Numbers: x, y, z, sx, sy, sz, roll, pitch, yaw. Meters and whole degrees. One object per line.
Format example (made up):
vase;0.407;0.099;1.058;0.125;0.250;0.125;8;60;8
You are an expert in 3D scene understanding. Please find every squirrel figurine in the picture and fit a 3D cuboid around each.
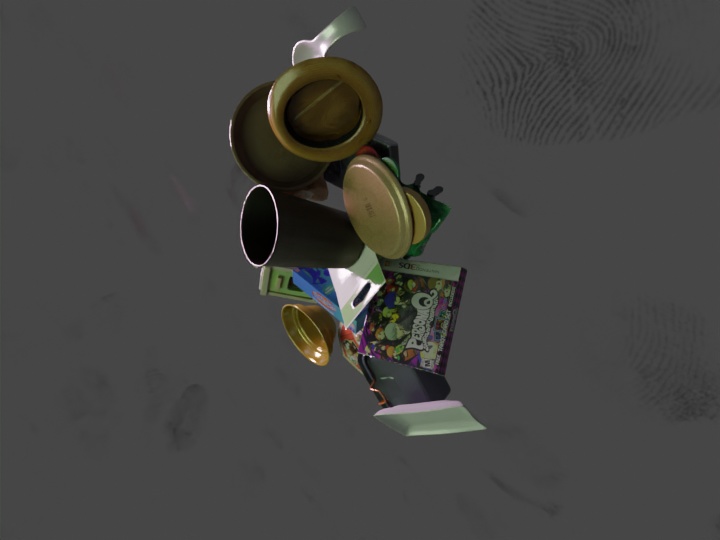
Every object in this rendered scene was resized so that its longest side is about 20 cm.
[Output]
squirrel figurine;-0.161;-0.243;1.103;0.200;0.141;0.188;110;139;-73

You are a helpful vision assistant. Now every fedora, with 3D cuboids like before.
fedora;-0.060;-0.285;0.909;0.199;0.082;0.201;1;133;1

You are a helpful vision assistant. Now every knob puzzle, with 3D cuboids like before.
knob puzzle;-0.002;0.222;1.400;0.219;0.030;0.220;34;143;30

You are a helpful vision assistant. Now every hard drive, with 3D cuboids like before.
hard drive;-0.003;-0.209;1.005;0.199;0.042;0.135;27;139;39

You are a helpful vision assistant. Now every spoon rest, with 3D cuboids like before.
spoon rest;-0.068;-0.379;0.920;0.100;0.061;0.200;58;147;-5

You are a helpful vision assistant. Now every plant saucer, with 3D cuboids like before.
plant saucer;-0.144;-0.250;0.986;0.201;0.199;0.029;60;-175;-8

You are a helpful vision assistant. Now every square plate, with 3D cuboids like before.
square plate;0.156;0.322;1.147;0.197;0.029;0.200;-12;147;22

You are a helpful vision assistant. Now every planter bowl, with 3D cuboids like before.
planter bowl;-0.126;0.161;1.472;0.200;0.083;0.201;34;143;31

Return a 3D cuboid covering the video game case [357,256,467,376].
video game case;0.096;0.080;0.999;0.180;0.201;0.036;9;172;36

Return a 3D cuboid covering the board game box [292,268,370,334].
board game box;-0.028;0.029;1.156;0.200;0.152;0.045;36;143;27

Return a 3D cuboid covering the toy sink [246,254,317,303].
toy sink;-0.184;-0.008;1.273;0.199;0.113;0.131;12;144;-9

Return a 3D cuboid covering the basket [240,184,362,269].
basket;-0.106;-0.071;1.008;0.180;0.199;0.137;51;123;46

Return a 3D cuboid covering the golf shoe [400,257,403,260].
golf shoe;0.072;0.031;1.082;0.200;0.092;0.073;40;148;25

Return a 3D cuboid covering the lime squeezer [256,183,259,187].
lime squeezer;-0.259;-0.226;1.337;0.071;0.038;0.201;40;146;24

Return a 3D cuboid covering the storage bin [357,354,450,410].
storage bin;0.103;0.243;1.206;0.134;0.145;0.201;-19;104;47

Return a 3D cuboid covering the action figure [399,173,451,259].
action figure;0.101;-0.085;0.972;0.118;0.055;0.200;41;149;19

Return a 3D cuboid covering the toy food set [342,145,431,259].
toy food set;0.035;-0.116;0.928;0.199;0.048;0.200;60;154;9

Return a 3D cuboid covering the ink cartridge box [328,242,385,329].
ink cartridge box;0.000;0.000;1.054;0.146;0.048;0.201;-52;41;31
